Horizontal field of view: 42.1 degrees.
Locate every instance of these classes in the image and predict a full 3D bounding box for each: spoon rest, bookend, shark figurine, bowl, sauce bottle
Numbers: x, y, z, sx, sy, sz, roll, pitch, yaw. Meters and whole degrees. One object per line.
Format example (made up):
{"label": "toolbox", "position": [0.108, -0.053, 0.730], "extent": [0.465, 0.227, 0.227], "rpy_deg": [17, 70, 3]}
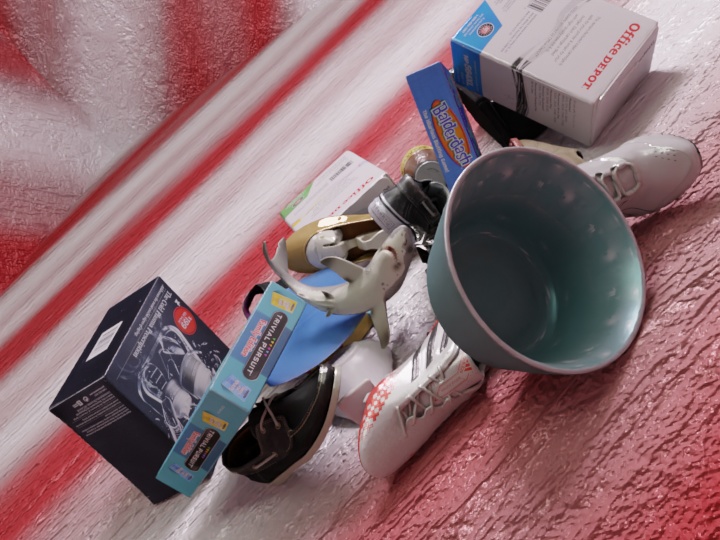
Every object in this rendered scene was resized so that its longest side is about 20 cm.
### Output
{"label": "spoon rest", "position": [-0.001, 0.124, 0.980], "extent": [0.099, 0.061, 0.200], "rpy_deg": [-40, 9, 1]}
{"label": "bookend", "position": [0.233, -0.270, 1.251], "extent": [0.198, 0.092, 0.200], "rpy_deg": [-38, 23, 8]}
{"label": "shark figurine", "position": [-0.011, 0.013, 1.048], "extent": [0.213, 0.130, 0.089], "rpy_deg": [-3, 16, 38]}
{"label": "bowl", "position": [0.136, 0.006, 0.813], "extent": [0.202, 0.200, 0.105], "rpy_deg": [-56, 8, -33]}
{"label": "sauce bottle", "position": [0.086, -0.128, 1.209], "extent": [0.065, 0.065, 0.200], "rpy_deg": [-39, 7, 5]}

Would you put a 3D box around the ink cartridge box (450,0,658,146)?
{"label": "ink cartridge box", "position": [0.229, -0.258, 1.114], "extent": [0.199, 0.085, 0.146], "rpy_deg": [32, 70, 25]}

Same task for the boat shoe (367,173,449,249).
{"label": "boat shoe", "position": [0.078, -0.066, 1.069], "extent": [0.071, 0.072, 0.200], "rpy_deg": [-42, -14, 15]}

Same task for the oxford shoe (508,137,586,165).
{"label": "oxford shoe", "position": [0.213, -0.110, 1.056], "extent": [0.074, 0.071, 0.200], "rpy_deg": [-8, 20, -1]}

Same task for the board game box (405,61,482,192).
{"label": "board game box", "position": [0.108, -0.157, 1.086], "extent": [0.045, 0.154, 0.200], "rpy_deg": [-21, 5, 11]}

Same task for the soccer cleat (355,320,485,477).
{"label": "soccer cleat", "position": [0.069, 0.107, 0.866], "extent": [0.200, 0.069, 0.085], "rpy_deg": [-49, 22, -27]}

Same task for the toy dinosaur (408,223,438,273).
{"label": "toy dinosaur", "position": [0.130, -0.025, 0.982], "extent": [0.134, 0.103, 0.200], "rpy_deg": [-20, 3, 6]}

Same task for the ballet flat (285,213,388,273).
{"label": "ballet flat", "position": [-0.010, -0.039, 1.183], "extent": [0.198, 0.069, 0.063], "rpy_deg": [-16, 15, 5]}

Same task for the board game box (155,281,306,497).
{"label": "board game box", "position": [-0.136, 0.128, 0.979], "extent": [0.200, 0.047, 0.152], "rpy_deg": [-54, 8, 46]}

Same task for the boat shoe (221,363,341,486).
{"label": "boat shoe", "position": [-0.077, 0.154, 0.927], "extent": [0.200, 0.067, 0.072], "rpy_deg": [-50, 26, 43]}

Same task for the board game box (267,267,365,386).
{"label": "board game box", "position": [-0.059, 0.074, 1.118], "extent": [0.158, 0.039, 0.200], "rpy_deg": [-40, 28, -8]}

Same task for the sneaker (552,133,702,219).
{"label": "sneaker", "position": [0.222, -0.072, 0.882], "extent": [0.198, 0.075, 0.087], "rpy_deg": [-18, 4, 27]}

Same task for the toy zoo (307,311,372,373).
{"label": "toy zoo", "position": [-0.045, 0.073, 1.169], "extent": [0.199, 0.020, 0.132], "rpy_deg": [-18, 32, 44]}

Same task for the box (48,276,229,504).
{"label": "box", "position": [-0.254, 0.146, 1.165], "extent": [0.103, 0.182, 0.201], "rpy_deg": [-28, 26, 26]}

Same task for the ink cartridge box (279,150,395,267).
{"label": "ink cartridge box", "position": [-0.021, -0.079, 1.326], "extent": [0.145, 0.084, 0.200], "rpy_deg": [-42, 22, -1]}

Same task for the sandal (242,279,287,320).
{"label": "sandal", "position": [-0.135, 0.050, 1.295], "extent": [0.075, 0.048, 0.201], "rpy_deg": [-47, 13, 15]}
